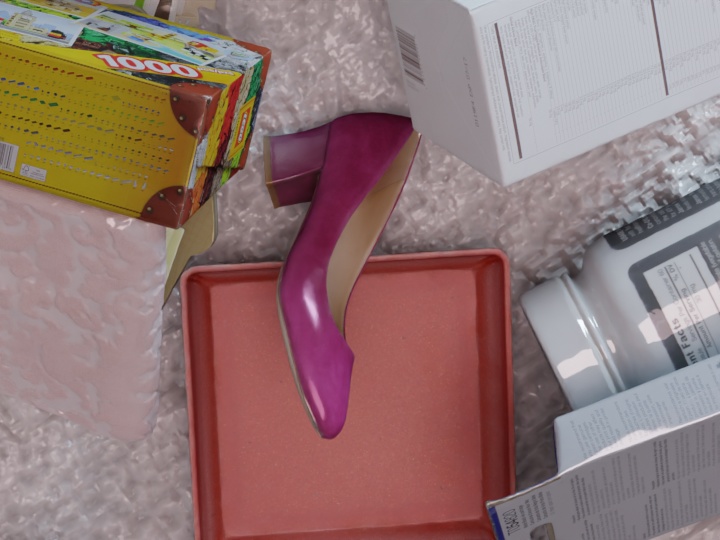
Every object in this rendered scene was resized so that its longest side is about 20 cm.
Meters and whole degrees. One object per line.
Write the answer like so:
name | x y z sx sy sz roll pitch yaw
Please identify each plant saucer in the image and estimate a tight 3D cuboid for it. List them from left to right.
plant saucer | -0.007 0.084 1.645 0.199 0.037 0.200 -4 105 -5

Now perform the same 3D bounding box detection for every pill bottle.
pill bottle | 0.202 0.013 1.605 0.200 0.113 0.113 -26 106 2

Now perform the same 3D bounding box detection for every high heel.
high heel | 0.000 0.000 1.566 0.096 0.200 0.067 -9 149 5

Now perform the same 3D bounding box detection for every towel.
towel | -0.203 0.009 1.531 0.191 0.032 0.200 16 141 7

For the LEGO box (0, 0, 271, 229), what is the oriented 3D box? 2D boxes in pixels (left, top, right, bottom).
LEGO box | -0.165 -0.100 1.470 0.199 0.149 0.077 16 107 6

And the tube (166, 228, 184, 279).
tube | -0.204 -0.029 1.550 0.200 0.058 0.052 22 68 0

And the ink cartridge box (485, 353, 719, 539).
ink cartridge box | 0.168 0.117 1.599 0.200 0.200 0.041 -22 67 -2

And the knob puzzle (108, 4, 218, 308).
knob puzzle | -0.169 -0.067 1.573 0.219 0.030 0.220 3 105 11

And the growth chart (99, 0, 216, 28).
growth chart | -0.158 -0.169 1.573 0.144 0.018 0.200 25 101 -12

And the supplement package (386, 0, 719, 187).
supplement package | 0.130 -0.146 1.519 0.200 0.110 0.114 -23 120 -19
